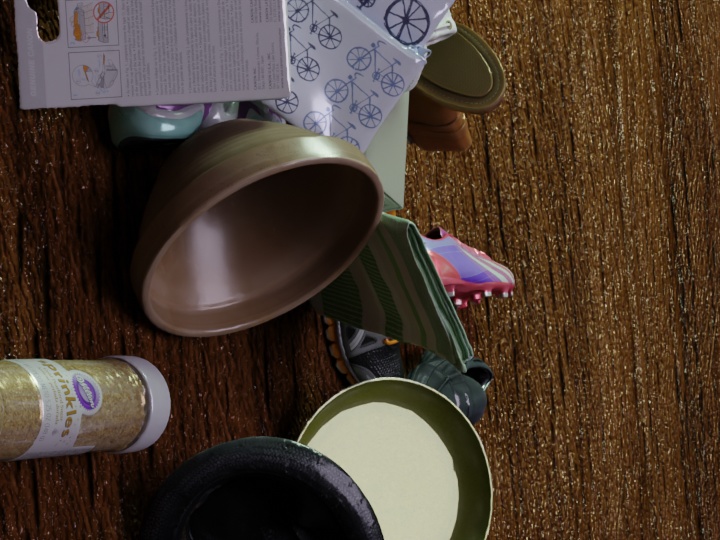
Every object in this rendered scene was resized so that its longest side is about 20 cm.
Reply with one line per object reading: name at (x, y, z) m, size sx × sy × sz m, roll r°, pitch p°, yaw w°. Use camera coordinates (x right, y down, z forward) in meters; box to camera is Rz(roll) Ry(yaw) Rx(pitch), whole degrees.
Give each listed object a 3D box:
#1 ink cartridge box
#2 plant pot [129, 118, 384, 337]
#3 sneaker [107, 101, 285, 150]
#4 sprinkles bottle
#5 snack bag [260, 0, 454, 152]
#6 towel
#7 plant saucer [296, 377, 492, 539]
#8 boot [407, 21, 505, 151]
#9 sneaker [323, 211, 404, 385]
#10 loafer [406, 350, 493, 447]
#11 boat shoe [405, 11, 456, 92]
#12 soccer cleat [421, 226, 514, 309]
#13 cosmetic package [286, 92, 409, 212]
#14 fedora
ink cartridge box at (-0.152, -0.199, 1.474) m, size 0.050 × 0.200 × 0.161 m, roll -158°, pitch -116°, yaw -73°
plant pot at (-0.091, -0.047, 1.537) m, size 0.201 × 0.201 × 0.093 m, roll 25°, pitch 29°, yaw -58°
sneaker at (-0.125, -0.164, 1.587) m, size 0.200 × 0.078 × 0.140 m, roll -2°, pitch 84°, yaw -63°
sprinkles bottle at (-0.207, 0.092, 1.360) m, size 0.200 × 0.068 × 0.068 m, roll 3°, pitch 79°, yaw -62°
snack bag at (-0.023, -0.209, 1.546) m, size 0.188 × 0.021 × 0.200 m, roll 37°, pitch 84°, yaw -17°
towel at (0.000, 0.000, 1.661) m, size 0.023 × 0.200 × 0.153 m, roll -41°, pitch 126°, yaw -22°
plant saucer at (0.019, 0.190, 1.716) m, size 0.200 × 0.031 × 0.200 m, roll 3°, pitch 84°, yaw -28°
boot at (0.070, -0.152, 1.857) m, size 0.077 × 0.200 × 0.155 m, roll -51°, pitch 141°, yaw -20°
sneaker at (0.012, 0.019, 1.794) m, size 0.078 × 0.077 × 0.200 m, roll -34°, pitch 114°, yaw -63°
loafer at (0.078, 0.114, 1.849) m, size 0.201 × 0.070 × 0.068 m, roll -49°, pitch 146°, yaw -71°
boat shoe at (0.024, -0.177, 1.680) m, size 0.069 × 0.071 × 0.200 m, roll 56°, pitch 45°, yaw -10°
soccer cleat at (0.091, -0.006, 1.971) m, size 0.200 × 0.067 × 0.077 m, roll 2°, pitch 76°, yaw -60°
cosmetic package at (-0.018, -0.147, 1.761) m, size 0.073 × 0.103 × 0.200 m, roll 38°, pitch 48°, yaw -51°
fedora at (-0.075, 0.207, 1.520) m, size 0.092 × 0.200 × 0.201 m, roll -114°, pitch -175°, yaw -72°
